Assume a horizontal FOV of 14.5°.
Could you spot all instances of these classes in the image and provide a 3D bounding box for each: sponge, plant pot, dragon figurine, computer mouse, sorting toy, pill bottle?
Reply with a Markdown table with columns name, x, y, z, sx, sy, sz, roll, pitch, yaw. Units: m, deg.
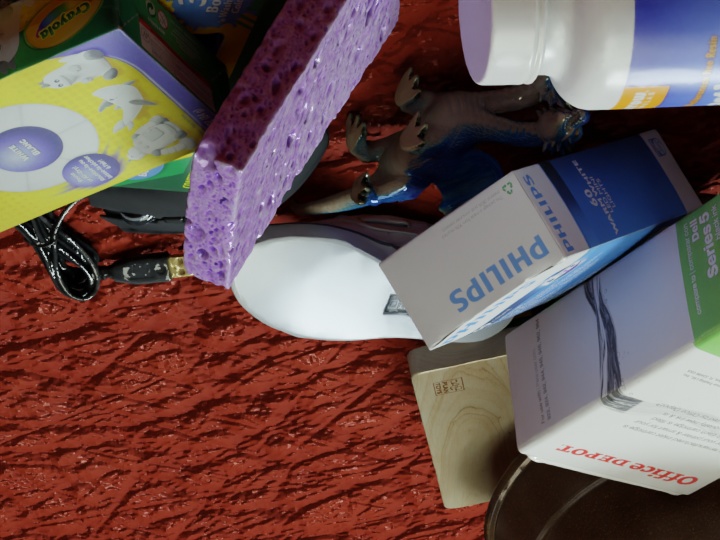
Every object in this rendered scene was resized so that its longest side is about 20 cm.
| name | x | y | z | sx | sy | sz | roll | pitch | yaw |
| --- | --- | --- | --- | --- | --- | --- | --- | --- | --- |
| sponge | -0.030 | -0.095 | 1.425 | 0.030 | 0.200 | 0.112 | 24 | 148 | 9 |
| plant pot | 0.203 | 0.210 | 1.790 | 0.200 | 0.199 | 0.201 | -13 | 136 | -12 |
| dragon figurine | 0.046 | -0.062 | 1.617 | 0.099 | 0.059 | 0.200 | 14 | 141 | -33 |
| computer mouse | -0.105 | -0.028 | 1.646 | 0.199 | 0.046 | 0.141 | -14 | 148 | 7 |
| sorting toy | 0.135 | 0.063 | 1.831 | 0.198 | 0.070 | 0.200 | -12 | 149 | 2 |
| pill bottle | 0.156 | -0.139 | 1.467 | 0.199 | 0.112 | 0.112 | -4 | 149 | -10 |

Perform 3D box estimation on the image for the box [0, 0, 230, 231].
| name | x | y | z | sx | sy | sz | roll | pitch | yaw |
| --- | --- | --- | --- | --- | --- | --- | --- | --- | --- |
| box | -0.177 | -0.074 | 1.409 | 0.200 | 0.049 | 0.117 | -20 | 148 | 21 |

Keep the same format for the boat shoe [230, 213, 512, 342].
| name | x | y | z | sx | sy | sz | roll | pitch | yaw |
| --- | --- | --- | --- | --- | --- | --- | --- | --- | --- |
| boat shoe | 0.000 | 0.000 | 1.699 | 0.200 | 0.065 | 0.074 | 13 | 119 | -35 |

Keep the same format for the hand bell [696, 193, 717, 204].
| name | x | y | z | sx | sy | sz | roll | pitch | yaw |
| --- | --- | --- | --- | --- | --- | --- | --- | --- | --- |
| hand bell | 0.248 | -0.036 | 1.707 | 0.199 | 0.104 | 0.104 | -9 | 151 | 23 |

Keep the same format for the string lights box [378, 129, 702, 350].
| name | x | y | z | sx | sy | sz | roll | pitch | yaw |
| --- | --- | --- | --- | --- | --- | --- | --- | --- | --- |
| string lights box | 0.106 | -0.020 | 1.606 | 0.103 | 0.059 | 0.200 | -34 | 172 | 28 |

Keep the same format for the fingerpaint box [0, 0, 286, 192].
| name | x | y | z | sx | sy | sz | roll | pitch | yaw |
| --- | --- | --- | --- | --- | --- | --- | --- | --- | --- |
| fingerpaint box | -0.140 | -0.125 | 1.450 | 0.166 | 0.074 | 0.200 | 4 | 146 | -20 |

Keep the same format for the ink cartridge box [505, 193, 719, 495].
| name | x | y | z | sx | sy | sz | roll | pitch | yaw |
| --- | --- | --- | --- | --- | --- | --- | --- | --- | --- |
| ink cartridge box | 0.202 | 0.046 | 1.648 | 0.145 | 0.084 | 0.200 | 16 | 145 | -35 |
